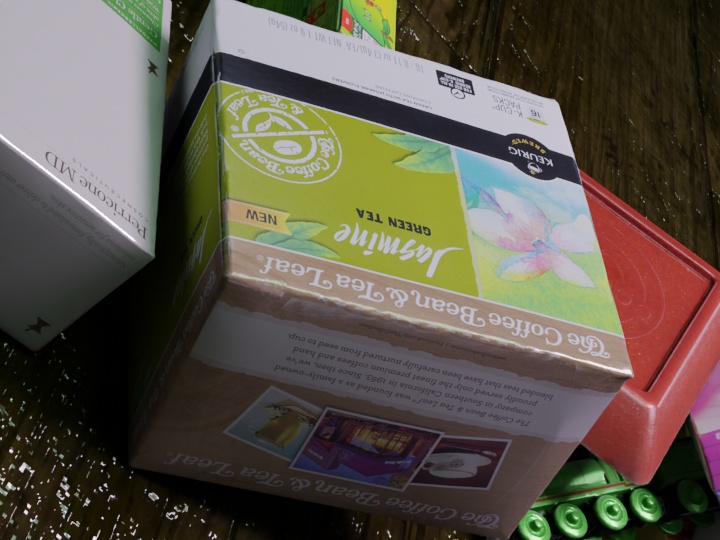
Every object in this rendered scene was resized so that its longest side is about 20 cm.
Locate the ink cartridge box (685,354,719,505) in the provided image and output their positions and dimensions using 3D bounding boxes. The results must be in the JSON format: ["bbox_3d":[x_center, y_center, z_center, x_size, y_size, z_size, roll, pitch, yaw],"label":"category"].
[{"bbox_3d":[0.292,0.068,1.001,0.200,0.194,0.044,-87,159,-71],"label":"ink cartridge box"}]

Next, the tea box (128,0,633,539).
[{"bbox_3d":[0.000,0.000,0.804,0.198,0.134,0.198,13,42,-21],"label":"tea box"}]

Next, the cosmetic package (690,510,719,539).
[{"bbox_3d":[0.302,0.213,1.016,0.165,0.164,0.201,48,48,-17],"label":"cosmetic package"}]

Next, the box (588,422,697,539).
[{"bbox_3d":[0.186,0.095,1.113,0.075,0.050,0.202,27,52,-47],"label":"box"}]

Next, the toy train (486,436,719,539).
[{"bbox_3d":[0.149,0.134,1.000,0.198,0.042,0.057,-4,57,-35],"label":"toy train"}]

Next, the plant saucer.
[{"bbox_3d":[0.130,0.007,1.007,0.199,0.037,0.200,37,40,7],"label":"plant saucer"}]

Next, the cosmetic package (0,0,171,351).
[{"bbox_3d":[-0.153,-0.077,0.765,0.107,0.084,0.201,39,28,-33],"label":"cosmetic package"}]

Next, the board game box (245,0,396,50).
[{"bbox_3d":[-0.028,-0.156,1.050,0.048,0.101,0.201,40,29,-24],"label":"board game box"}]
